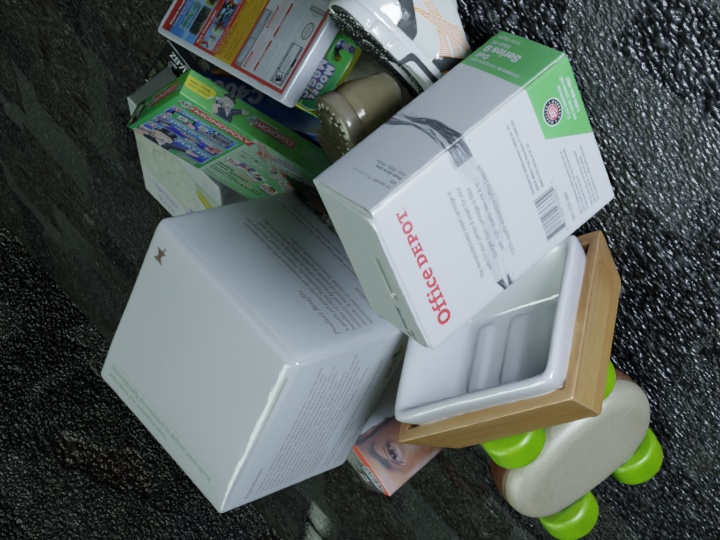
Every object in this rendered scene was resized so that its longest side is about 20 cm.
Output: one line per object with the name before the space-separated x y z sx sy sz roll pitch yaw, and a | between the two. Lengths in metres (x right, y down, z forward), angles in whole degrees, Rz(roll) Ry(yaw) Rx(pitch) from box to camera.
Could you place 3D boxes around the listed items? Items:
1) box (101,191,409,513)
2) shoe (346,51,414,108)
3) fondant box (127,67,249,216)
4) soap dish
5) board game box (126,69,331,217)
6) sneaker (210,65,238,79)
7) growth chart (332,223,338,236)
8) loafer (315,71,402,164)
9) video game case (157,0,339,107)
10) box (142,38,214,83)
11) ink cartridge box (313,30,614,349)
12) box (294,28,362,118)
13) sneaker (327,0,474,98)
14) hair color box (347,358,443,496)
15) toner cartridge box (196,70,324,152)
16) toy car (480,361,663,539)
box | -0.095 0.071 1.503 0.199 0.171 0.200 45 127 26
shoe | 0.018 -0.150 1.420 0.200 0.053 0.070 29 158 34
fondant box | -0.170 -0.102 1.726 0.144 0.058 0.200 44 162 18
soap dish | 0.127 0.065 1.380 0.081 0.158 0.200 33 145 -31
board game box | -0.107 -0.111 1.544 0.200 0.029 0.134 31 157 -22
sneaker | -0.084 -0.219 1.546 0.078 0.078 0.200 17 162 -32
growth chart | 0.000 0.000 1.584 0.200 0.018 0.145 119 140 -59
loafer | 0.007 -0.110 1.361 0.076 0.067 0.200 60 175 6
video game case | -0.084 -0.236 1.411 0.017 0.143 0.200 28 -176 -46
box | -0.125 -0.168 1.722 0.200 0.086 0.164 52 163 -4
ink cartridge box | 0.080 -0.062 1.239 0.084 0.200 0.146 32 154 47
box | -0.060 -0.212 1.424 0.048 0.118 0.200 29 -176 -45
sneaker | 0.065 -0.172 1.288 0.200 0.080 0.074 42 171 -38
hair color box | 0.061 0.118 1.647 0.111 0.200 0.064 55 162 -16
toner cartridge box | -0.062 -0.131 1.557 0.199 0.043 0.095 14 159 19
toy car | 0.157 0.120 1.523 0.200 0.158 0.164 47 175 47
